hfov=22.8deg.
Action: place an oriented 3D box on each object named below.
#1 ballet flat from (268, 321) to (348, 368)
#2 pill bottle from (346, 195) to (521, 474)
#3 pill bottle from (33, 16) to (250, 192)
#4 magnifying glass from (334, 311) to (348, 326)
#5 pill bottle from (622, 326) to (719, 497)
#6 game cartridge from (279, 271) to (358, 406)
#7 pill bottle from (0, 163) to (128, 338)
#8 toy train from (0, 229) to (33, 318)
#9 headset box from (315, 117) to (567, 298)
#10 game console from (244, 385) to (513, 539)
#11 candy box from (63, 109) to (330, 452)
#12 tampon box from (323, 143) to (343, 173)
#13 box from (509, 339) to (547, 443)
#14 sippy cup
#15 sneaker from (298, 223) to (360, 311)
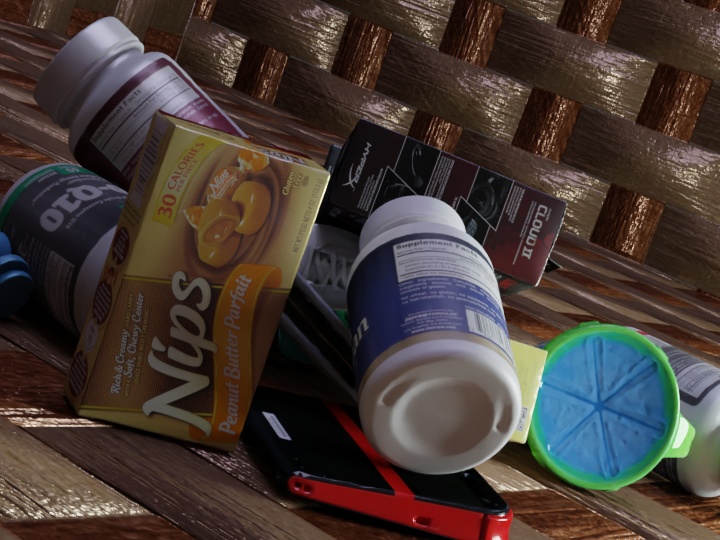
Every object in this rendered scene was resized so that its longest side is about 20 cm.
[{"bbox_3d":[-0.092,0.046,1.498,0.072,0.069,0.199,2,-1,40],"label":"ballet flat"},{"bbox_3d":[0.046,0.037,1.257,0.110,0.112,0.201,17,33,-17],"label":"pill bottle"},{"bbox_3d":[-0.164,-0.102,1.447,0.200,0.114,0.114,45,12,6],"label":"pill bottle"},{"bbox_3d":[-0.018,0.039,1.505,0.200,0.022,0.080,46,29,-16],"label":"magnifying glass"},{"bbox_3d":[0.297,0.137,1.619,0.110,0.112,0.199,11,13,-46],"label":"pill bottle"},{"bbox_3d":[-0.056,0.020,1.329,0.200,0.042,0.133,49,-9,-27],"label":"game cartridge"},{"bbox_3d":[-0.186,0.000,1.345,0.112,0.114,0.199,11,12,-44],"label":"pill bottle"},{"bbox_3d":[-0.334,-0.019,1.282,0.116,0.085,0.199,42,20,32],"label":"toy train"},{"bbox_3d":[0.070,-0.043,1.459,0.198,0.078,0.149,23,-7,-5],"label":"headset box"},{"bbox_3d":[0.003,0.135,1.251,0.175,0.031,0.200,13,10,-20],"label":"game console"},{"bbox_3d":[-0.109,0.008,1.177,0.114,0.202,0.055,16,10,-23],"label":"candy box"},{"bbox_3d":[0.039,-0.011,1.736,0.198,0.127,0.150,20,-18,0],"label":"tampon box"},{"bbox_3d":[0.069,0.086,1.379,0.050,0.076,0.200,17,-8,-23],"label":"box"},{"bbox_3d":[0.187,0.110,1.517,0.179,0.139,0.130,58,-8,-7],"label":"sippy cup"},{"bbox_3d":[0.000,0.000,1.422,0.198,0.075,0.116,12,-8,-4],"label":"sneaker"}]
